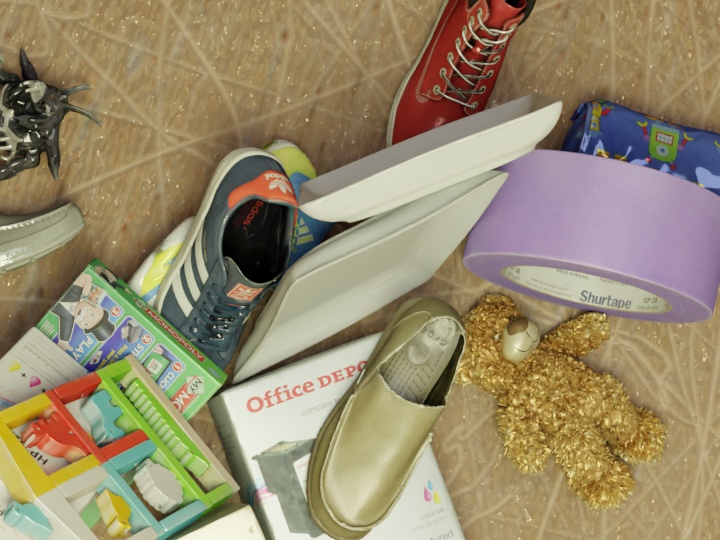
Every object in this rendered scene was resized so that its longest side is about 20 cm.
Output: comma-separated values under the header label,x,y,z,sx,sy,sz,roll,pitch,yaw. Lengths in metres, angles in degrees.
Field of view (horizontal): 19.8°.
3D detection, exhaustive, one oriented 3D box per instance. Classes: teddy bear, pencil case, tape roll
label,x,y,z,sx,sy,sz,roll,pitch,yaw
teddy bear,0.161,0.101,1.652,0.145,0.067,0.201,-31,90,-15
pencil case,0.260,-0.085,1.687,0.199,0.078,0.087,12,70,-9
tape roll,0.184,-0.025,1.604,0.199,0.200,0.085,16,80,-9

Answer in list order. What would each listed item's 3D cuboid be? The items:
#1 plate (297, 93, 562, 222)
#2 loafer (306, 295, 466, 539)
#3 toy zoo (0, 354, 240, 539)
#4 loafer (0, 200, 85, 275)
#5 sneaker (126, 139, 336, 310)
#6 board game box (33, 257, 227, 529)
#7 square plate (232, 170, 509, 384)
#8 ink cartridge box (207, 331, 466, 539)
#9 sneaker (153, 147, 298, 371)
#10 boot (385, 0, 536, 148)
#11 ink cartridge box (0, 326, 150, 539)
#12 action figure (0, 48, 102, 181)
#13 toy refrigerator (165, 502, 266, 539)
label,x,y,z,sx,sy,sz,roll,pitch,yaw
plate,0.051,-0.080,1.518,0.199,0.200,0.032,-21,97,1
loafer,0.020,0.107,1.538,0.076,0.067,0.201,25,78,-8
toy zoo,-0.180,0.137,1.427,0.131,0.200,0.020,50,120,10
loafer,-0.310,-0.022,1.575,0.199,0.070,0.070,-18,95,-12
sneaker,-0.095,-0.007,1.612,0.105,0.076,0.200,46,77,-3
board game box,-0.214,0.108,1.554,0.135,0.029,0.200,42,104,-4
square plate,0.000,0.000,1.549,0.198,0.200,0.029,-27,76,-26
ink cartridge box,-0.017,0.164,1.601,0.145,0.083,0.201,-20,87,-12
sneaker,-0.098,0.012,1.538,0.075,0.085,0.201,6,113,-28
boot,0.081,-0.157,1.629,0.072,0.144,0.201,21,81,-9
ink cartridge box,-0.242,0.138,1.442,0.115,0.200,0.068,39,121,-2
action figure,-0.299,-0.116,1.574,0.199,0.102,0.119,-15,75,-11
toy refrigerator,-0.105,0.216,1.517,0.070,0.200,0.076,-24,89,-13
